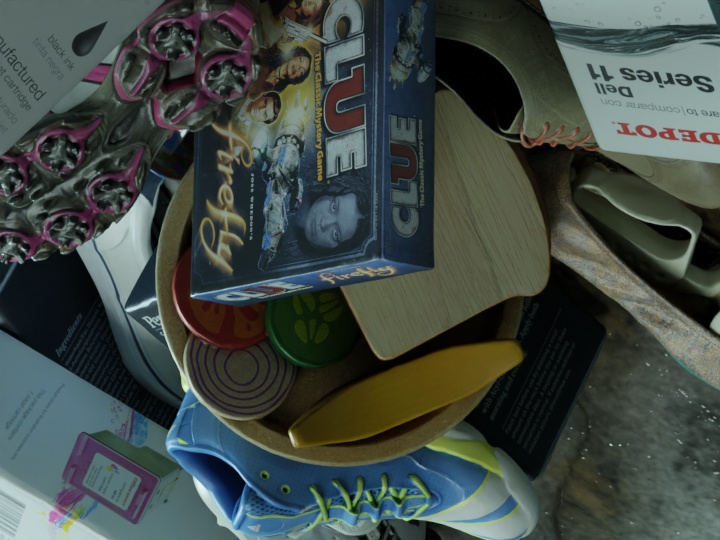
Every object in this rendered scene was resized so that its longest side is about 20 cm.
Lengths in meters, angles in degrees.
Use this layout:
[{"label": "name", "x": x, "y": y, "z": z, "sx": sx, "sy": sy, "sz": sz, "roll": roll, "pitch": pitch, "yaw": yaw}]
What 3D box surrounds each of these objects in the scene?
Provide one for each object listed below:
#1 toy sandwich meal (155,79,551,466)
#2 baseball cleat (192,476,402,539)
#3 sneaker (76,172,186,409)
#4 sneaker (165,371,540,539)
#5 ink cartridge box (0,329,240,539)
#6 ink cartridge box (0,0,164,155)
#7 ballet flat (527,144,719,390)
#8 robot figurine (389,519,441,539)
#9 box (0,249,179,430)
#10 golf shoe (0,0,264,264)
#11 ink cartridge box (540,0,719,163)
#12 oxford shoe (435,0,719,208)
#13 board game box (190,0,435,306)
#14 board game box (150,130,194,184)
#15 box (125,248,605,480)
[{"label": "toy sandwich meal", "x": 0.000, "y": 0.000, "z": 1.463, "sx": 0.204, "sy": 0.206, "sz": 0.070, "roll": 31, "pitch": 174, "yaw": -5}, {"label": "baseball cleat", "x": -0.004, "y": 0.152, "z": 1.619, "sx": 0.200, "sy": 0.070, "sz": 0.106, "roll": 40, "pitch": 148, "yaw": -21}, {"label": "sneaker", "x": -0.106, "y": 0.015, "z": 1.730, "sx": 0.070, "sy": 0.073, "sz": 0.200, "roll": 8, "pitch": 144, "yaw": 35}, {"label": "sneaker", "x": -0.012, "y": 0.108, "z": 1.524, "sx": 0.199, "sy": 0.105, "sz": 0.076, "roll": 28, "pitch": 152, "yaw": 2}, {"label": "ink cartridge box", "x": -0.156, "y": 0.143, "z": 1.730, "sx": 0.199, "sy": 0.085, "sz": 0.145, "roll": 32, "pitch": 148, "yaw": 3}, {"label": "ink cartridge box", "x": -0.145, "y": -0.177, "z": 1.341, "sx": 0.083, "sy": 0.200, "sz": 0.145, "roll": 30, "pitch": 161, "yaw": 50}, {"label": "ballet flat", "x": 0.164, "y": 0.002, "z": 1.511, "sx": 0.199, "sy": 0.068, "sz": 0.067, "roll": 32, "pitch": 141, "yaw": -11}, {"label": "robot figurine", "x": -0.043, "y": 0.169, "z": 1.853, "sx": 0.125, "sy": 0.150, "sz": 0.200, "roll": 57, "pitch": 145, "yaw": -4}, {"label": "box", "x": -0.193, "y": 0.045, "z": 1.809, "sx": 0.148, "sy": 0.107, "sz": 0.200, "roll": -2, "pitch": 139, "yaw": 39}, {"label": "golf shoe", "x": -0.123, "y": -0.079, "z": 1.426, "sx": 0.200, "sy": 0.092, "sz": 0.073, "roll": -37, "pitch": 123, "yaw": 20}, {"label": "ink cartridge box", "x": 0.153, "y": -0.138, "z": 1.295, "sx": 0.146, "sy": 0.083, "sz": 0.200, "roll": 8, "pitch": 144, "yaw": 31}, {"label": "oxford shoe", "x": 0.097, "y": -0.078, "z": 1.433, "sx": 0.199, "sy": 0.075, "sz": 0.070, "roll": 32, "pitch": 146, "yaw": -8}, {"label": "board game box", "x": -0.022, "y": -0.092, "z": 1.399, "sx": 0.034, "sy": 0.201, "sz": 0.135, "roll": 11, "pitch": 165, "yaw": -42}, {"label": "board game box", "x": -0.135, "y": -0.122, "z": 1.525, "sx": 0.199, "sy": 0.158, "sz": 0.039, "roll": 34, "pitch": 109, "yaw": -6}, {"label": "box", "x": 0.003, "y": 0.026, "z": 1.615, "sx": 0.200, "sy": 0.107, "sz": 0.148, "roll": 41, "pitch": 147, "yaw": -20}]
